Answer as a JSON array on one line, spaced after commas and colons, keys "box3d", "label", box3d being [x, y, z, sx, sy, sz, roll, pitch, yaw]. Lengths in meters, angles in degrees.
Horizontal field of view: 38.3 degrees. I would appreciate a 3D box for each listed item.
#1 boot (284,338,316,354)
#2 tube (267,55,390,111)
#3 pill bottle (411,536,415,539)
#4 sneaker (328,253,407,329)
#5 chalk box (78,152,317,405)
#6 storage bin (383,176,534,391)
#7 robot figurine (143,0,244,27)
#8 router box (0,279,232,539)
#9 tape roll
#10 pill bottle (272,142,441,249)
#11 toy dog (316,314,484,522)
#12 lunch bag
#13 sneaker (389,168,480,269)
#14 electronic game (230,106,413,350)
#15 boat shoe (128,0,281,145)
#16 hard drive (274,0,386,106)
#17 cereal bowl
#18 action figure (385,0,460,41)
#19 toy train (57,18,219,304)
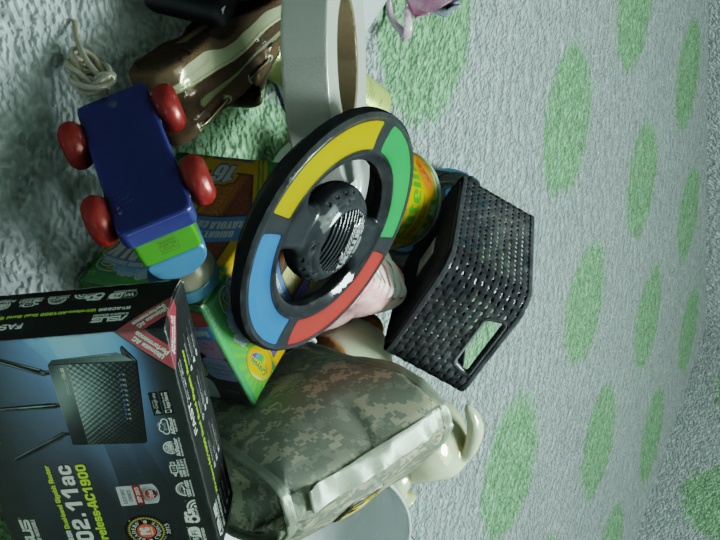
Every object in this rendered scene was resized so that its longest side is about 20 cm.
[{"box3d": [-0.061, 0.081, 0.984, 0.200, 0.073, 0.090, 50, 60, -36], "label": "boot"}, {"box3d": [-0.052, -0.187, 0.938, 0.200, 0.052, 0.058, 29, 46, -44], "label": "tube"}, {"box3d": [0.034, 0.372, 1.266, 0.106, 0.106, 0.200, -66, 149, -26], "label": "pill bottle"}, {"box3d": [0.000, 0.000, 0.981, 0.075, 0.104, 0.200, 66, -20, 13], "label": "sneaker"}, {"box3d": [-0.128, 0.019, 0.826, 0.200, 0.125, 0.124, -61, 147, -36], "label": "chalk box"}, {"box3d": [0.104, 0.009, 1.074, 0.135, 0.094, 0.200, -57, -171, 31], "label": "storage bin"}, {"box3d": [-0.101, -0.285, 0.778, 0.125, 0.150, 0.200, 28, 71, -27], "label": "robot figurine"}, {"box3d": [-0.181, 0.109, 0.715, 0.062, 0.149, 0.200, -85, 169, -60], "label": "router box"}, {"box3d": [-0.026, -0.169, 0.833, 0.203, 0.037, 0.203, 0, 90, -82], "label": "tape roll"}, {"box3d": [-0.005, -0.080, 1.043, 0.200, 0.111, 0.111, 3, 95, -63], "label": "pill bottle"}, {"box3d": [0.012, 0.143, 1.082, 0.200, 0.194, 0.140, 53, 51, -8], "label": "toy dog"}, {"box3d": [-0.040, 0.144, 0.840, 0.164, 0.200, 0.118, -25, 106, -30], "label": "lunch bag"}, {"box3d": [0.083, -0.056, 1.285, 0.200, 0.073, 0.082, -46, 154, -40], "label": "sneaker"}, {"box3d": [-0.025, -0.029, 0.777, 0.200, 0.042, 0.200, -43, 150, -32], "label": "electronic game"}, {"box3d": [-0.103, -0.164, 0.822, 0.202, 0.075, 0.075, -46, 129, -41], "label": "boat shoe"}, {"box3d": [-0.036, -0.262, 1.019, 0.200, 0.025, 0.132, -61, 147, -32], "label": "hard drive"}, {"box3d": [-0.055, 0.252, 1.021, 0.200, 0.083, 0.201, -8, 117, -17], "label": "cereal bowl"}, {"box3d": [0.045, -0.374, 1.101, 0.149, 0.134, 0.200, -36, 132, 4], "label": "action figure"}, {"box3d": [-0.156, -0.077, 0.736, 0.116, 0.085, 0.200, 76, -10, -56], "label": "toy train"}]
